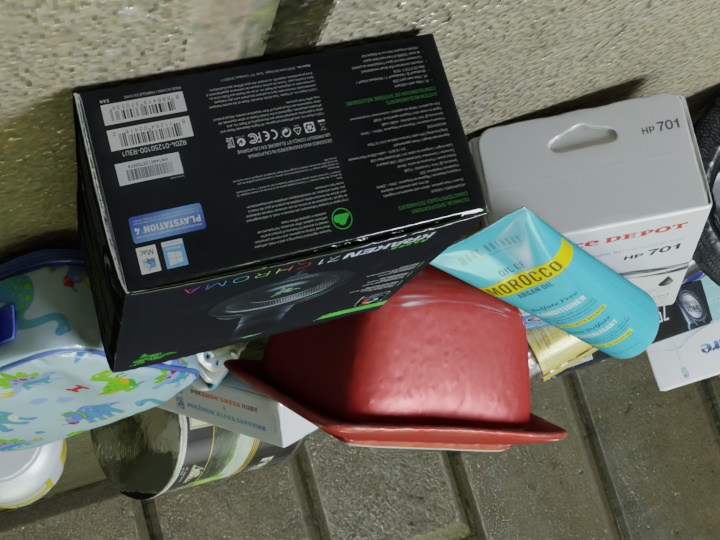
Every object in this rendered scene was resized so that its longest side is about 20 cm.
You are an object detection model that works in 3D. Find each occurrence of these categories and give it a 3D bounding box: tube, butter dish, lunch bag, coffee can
[{"bbox_3d":[0.125,0.007,0.650,0.077,0.051,0.198,-30,144,31],"label":"tube"},{"bbox_3d":[0.028,0.036,0.715,0.197,0.151,0.199,8,-176,-28],"label":"butter dish"},{"bbox_3d":[-0.218,0.057,0.670,0.197,0.084,0.160,-21,159,23],"label":"lunch bag"},{"bbox_3d":[-0.168,0.152,1.096,0.145,0.149,0.198,-25,167,36],"label":"coffee can"}]

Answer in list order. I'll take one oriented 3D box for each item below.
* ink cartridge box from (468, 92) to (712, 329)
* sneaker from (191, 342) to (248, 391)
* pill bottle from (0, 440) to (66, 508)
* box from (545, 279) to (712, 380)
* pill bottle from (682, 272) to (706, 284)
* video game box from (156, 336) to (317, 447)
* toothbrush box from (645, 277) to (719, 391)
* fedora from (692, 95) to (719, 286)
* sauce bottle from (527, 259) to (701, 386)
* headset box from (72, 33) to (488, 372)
[{"bbox_3d":[0.159,-0.032,0.737,0.143,0.088,0.200,-11,161,7],"label":"ink cartridge box"},{"bbox_3d":[-0.111,0.049,0.807,0.197,0.088,0.075,-10,161,-32],"label":"sneaker"},{"bbox_3d":[-0.343,0.168,0.986,0.110,0.114,0.200,-14,168,-18],"label":"pill bottle"},{"bbox_3d":[0.213,0.063,0.993,0.197,0.044,0.160,-15,177,-25],"label":"box"},{"bbox_3d":[0.244,-0.030,0.936,0.196,0.113,0.111,-16,170,-9],"label":"pill bottle"},{"bbox_3d":[-0.065,0.080,0.892,0.180,0.048,0.198,11,-158,39],"label":"video game box"},{"bbox_3d":[0.358,0.011,1.092,0.144,0.204,0.085,-21,169,16],"label":"toothbrush box"},{"bbox_3d":[0.329,-0.069,0.781,0.197,0.204,0.092,-17,-170,2],"label":"fedora"},{"bbox_3d":[0.205,0.026,0.853,0.198,0.065,0.065,-29,170,-3],"label":"sauce bottle"},{"bbox_3d":[-0.055,-0.024,0.532,0.171,0.095,0.200,-13,169,-19],"label":"headset box"}]
